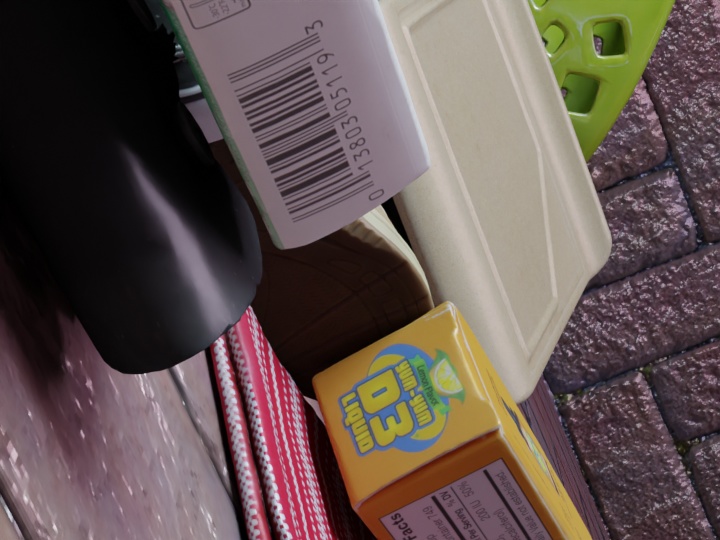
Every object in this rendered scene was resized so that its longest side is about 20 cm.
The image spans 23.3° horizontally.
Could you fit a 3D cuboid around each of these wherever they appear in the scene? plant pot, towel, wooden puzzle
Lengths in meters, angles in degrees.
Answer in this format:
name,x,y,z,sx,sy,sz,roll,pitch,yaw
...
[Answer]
name,x,y,z,sx,sy,sz,roll,pitch,yaw
plant pot,0.063,-0.118,1.007,0.200,0.197,0.183,-45,153,-84
towel,-0.001,0.109,0.625,0.201,0.022,0.145,61,9,-47
wooden puzzle,0.057,-0.052,0.830,0.187,0.037,0.200,68,27,-11

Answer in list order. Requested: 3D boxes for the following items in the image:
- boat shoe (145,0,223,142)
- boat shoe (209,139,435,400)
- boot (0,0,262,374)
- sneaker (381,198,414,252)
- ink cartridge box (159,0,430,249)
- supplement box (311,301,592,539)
name,x,y,z,sx,sy,sz,roll,pitch,yaw
boat shoe,-0.078,-0.129,0.542,0.068,0.073,0.201,65,6,-59
boat shoe,-0.026,-0.023,0.635,0.200,0.071,0.065,59,12,-48
boot,-0.084,-0.063,0.373,0.165,0.065,0.202,-92,163,-67
sneaker,0.000,0.000,0.765,0.100,0.070,0.201,-112,180,-48
ink cartridge box,-0.053,-0.127,0.412,0.201,0.050,0.161,61,-3,37
supplement box,0.051,0.102,0.694,0.201,0.068,0.067,60,6,-47
